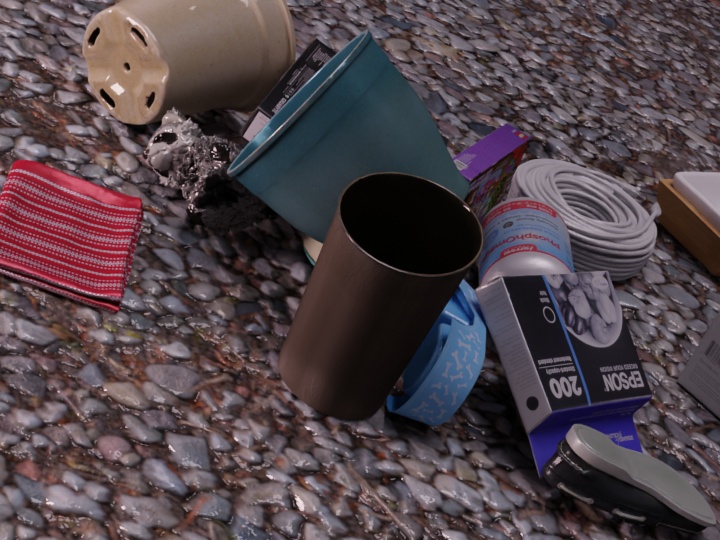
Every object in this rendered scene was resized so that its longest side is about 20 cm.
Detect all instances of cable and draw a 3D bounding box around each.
[{"bbox_3d":[0.275,-0.066,2.182,0.199,0.069,0.200,26,28,0],"label":"cable"}]

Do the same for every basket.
[{"bbox_3d":[0.009,0.031,1.640,0.136,0.201,0.180,34,32,12],"label":"basket"}]

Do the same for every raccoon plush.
[{"bbox_3d":[-0.143,-0.097,1.886,0.200,0.097,0.134,27,12,-40],"label":"raccoon plush"}]

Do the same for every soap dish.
[{"bbox_3d":[0.506,-0.060,2.354,0.199,0.081,0.157,0,38,-41],"label":"soap dish"}]

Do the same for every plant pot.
[{"bbox_3d":[0.002,-0.104,1.749,0.188,0.200,0.200,44,26,-9],"label":"plant pot"},{"bbox_3d":[-0.207,-0.252,1.986,0.200,0.201,0.183,38,41,21],"label":"plant pot"}]

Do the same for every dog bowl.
[{"bbox_3d":[0.080,0.079,1.730,0.049,0.112,0.200,32,26,-12],"label":"dog bowl"}]

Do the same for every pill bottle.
[{"bbox_3d":[0.184,0.009,1.932,0.108,0.109,0.200,21,28,-10],"label":"pill bottle"}]

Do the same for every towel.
[{"bbox_3d":[-0.288,-0.038,1.705,0.144,0.023,0.200,20,29,-11],"label":"towel"}]

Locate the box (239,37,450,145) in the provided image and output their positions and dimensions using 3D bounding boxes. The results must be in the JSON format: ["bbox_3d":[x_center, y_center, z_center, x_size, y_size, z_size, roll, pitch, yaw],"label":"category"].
[{"bbox_3d":[-0.012,-0.148,1.927,0.198,0.050,0.200,37,34,-5],"label":"box"}]

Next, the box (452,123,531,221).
[{"bbox_3d":[0.121,-0.082,2.003,0.039,0.137,0.200,32,29,13],"label":"box"}]

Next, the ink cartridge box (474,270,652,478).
[{"bbox_3d":[0.218,0.100,1.766,0.198,0.043,0.201,-3,71,-50],"label":"ink cartridge box"}]

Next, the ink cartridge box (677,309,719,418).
[{"bbox_3d":[0.471,0.086,1.948,0.083,0.201,0.145,-8,43,-47],"label":"ink cartridge box"}]

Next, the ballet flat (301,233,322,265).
[{"bbox_3d":[0.000,0.000,1.838,0.069,0.070,0.200,5,34,-35],"label":"ballet flat"}]

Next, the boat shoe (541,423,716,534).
[{"bbox_3d":[0.262,0.214,1.703,0.199,0.060,0.076,31,22,-23],"label":"boat shoe"}]
